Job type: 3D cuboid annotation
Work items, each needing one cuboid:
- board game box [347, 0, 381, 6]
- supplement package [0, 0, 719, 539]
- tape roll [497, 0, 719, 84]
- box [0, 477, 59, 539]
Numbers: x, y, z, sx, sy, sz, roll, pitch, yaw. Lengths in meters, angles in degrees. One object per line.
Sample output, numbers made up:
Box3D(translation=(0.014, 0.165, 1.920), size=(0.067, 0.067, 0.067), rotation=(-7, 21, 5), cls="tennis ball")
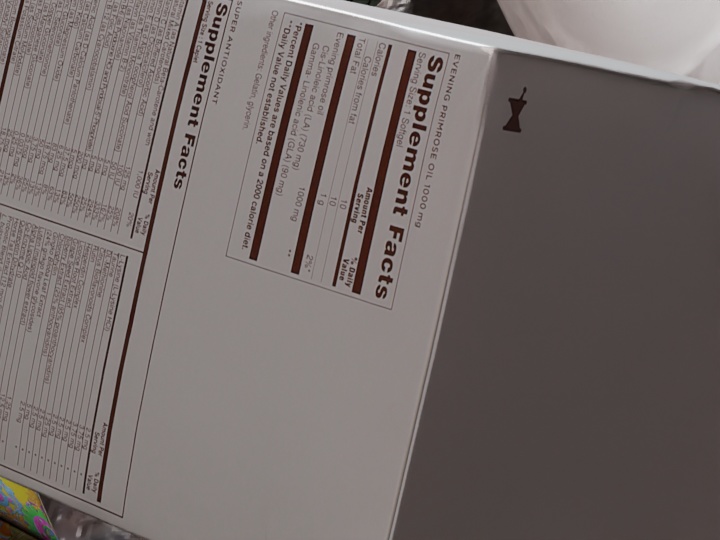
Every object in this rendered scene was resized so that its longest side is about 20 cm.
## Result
Box3D(translation=(-0.007, -0.135, 0.914), size=(0.029, 0.135, 0.200), rotation=(28, 40, 11), cls="board game box")
Box3D(translation=(0.000, 0.000, 0.745), size=(0.199, 0.191, 0.148), rotation=(18, 98, 38), cls="supplement package")
Box3D(translation=(0.111, -0.145, 0.847), size=(0.070, 0.204, 0.202), rotation=(-9, 34, -27), cls="tape roll")
Box3D(translation=(-0.222, 0.068, 0.842), size=(0.193, 0.122, 0.200), rotation=(-46, 41, 12), cls="box")
